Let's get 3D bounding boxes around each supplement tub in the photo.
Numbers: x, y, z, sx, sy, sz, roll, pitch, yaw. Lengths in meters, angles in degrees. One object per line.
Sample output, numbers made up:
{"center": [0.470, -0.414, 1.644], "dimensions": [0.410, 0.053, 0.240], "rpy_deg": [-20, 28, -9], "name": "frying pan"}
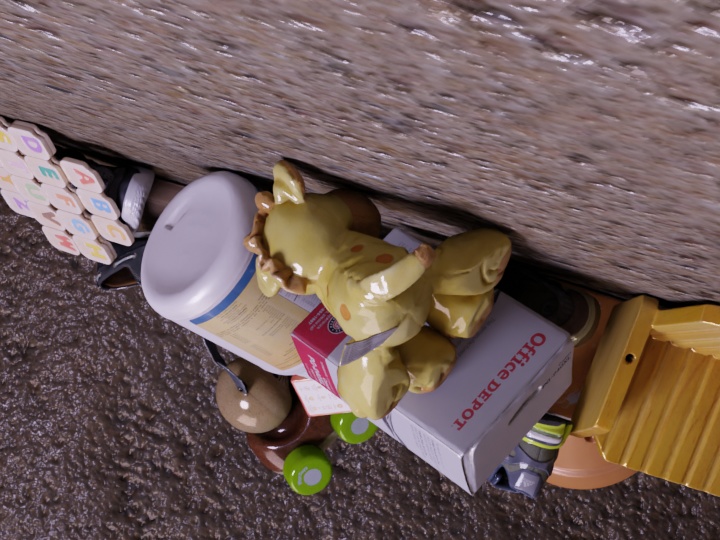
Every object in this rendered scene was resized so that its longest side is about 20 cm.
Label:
{"center": [-0.089, 0.012, 1.121], "dimensions": [0.145, 0.145, 0.200], "rpy_deg": [13, 165, 48], "name": "supplement tub"}

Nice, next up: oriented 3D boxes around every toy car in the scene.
{"center": [-0.105, 0.135, 1.392], "dimensions": [0.200, 0.158, 0.164], "rpy_deg": [43, 180, -32], "name": "toy car"}

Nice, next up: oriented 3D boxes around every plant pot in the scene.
{"center": [-0.191, -0.042, 1.454], "dimensions": [0.200, 0.093, 0.201], "rpy_deg": [18, 176, 1], "name": "plant pot"}
{"center": [0.237, 0.125, 1.307], "dimensions": [0.200, 0.200, 0.140], "rpy_deg": [16, 161, 23], "name": "plant pot"}

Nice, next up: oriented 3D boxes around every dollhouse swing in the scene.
{"center": [0.317, 0.120, 1.020], "dimensions": [0.200, 0.182, 0.176], "rpy_deg": [18, -173, -9], "name": "dollhouse swing"}

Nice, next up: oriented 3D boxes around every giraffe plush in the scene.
{"center": [-0.008, 0.002, 0.907], "dimensions": [0.162, 0.173, 0.200], "rpy_deg": [39, -162, 27], "name": "giraffe plush"}

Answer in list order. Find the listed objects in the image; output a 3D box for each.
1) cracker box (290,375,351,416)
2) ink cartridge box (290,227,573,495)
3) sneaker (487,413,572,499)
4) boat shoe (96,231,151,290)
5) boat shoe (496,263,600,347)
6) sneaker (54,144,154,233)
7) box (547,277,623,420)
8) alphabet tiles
{"center": [0.040, 0.073, 1.217], "dimensions": [0.199, 0.134, 0.058], "rpy_deg": [-9, 127, 19], "name": "cracker box"}
{"center": [0.064, 0.075, 1.031], "dimensions": [0.200, 0.145, 0.083], "rpy_deg": [34, 157, 30], "name": "ink cartridge box"}
{"center": [0.142, 0.169, 1.146], "dimensions": [0.074, 0.081, 0.200], "rpy_deg": [18, 175, -2], "name": "sneaker"}
{"center": [-0.224, -0.009, 1.348], "dimensions": [0.200, 0.068, 0.072], "rpy_deg": [-3, 156, 37], "name": "boat shoe"}
{"center": [0.127, 0.021, 1.110], "dimensions": [0.201, 0.072, 0.066], "rpy_deg": [14, 165, 45], "name": "boat shoe"}
{"center": [-0.299, -0.091, 1.319], "dimensions": [0.114, 0.076, 0.200], "rpy_deg": [18, 177, -20], "name": "sneaker"}
{"center": [0.245, 0.095, 1.169], "dimensions": [0.200, 0.125, 0.097], "rpy_deg": [17, 176, -1], "name": "box"}
{"center": [-0.337, -0.085, 1.284], "dimensions": [0.195, 0.015, 0.200], "rpy_deg": [15, 145, 30], "name": "alphabet tiles"}
